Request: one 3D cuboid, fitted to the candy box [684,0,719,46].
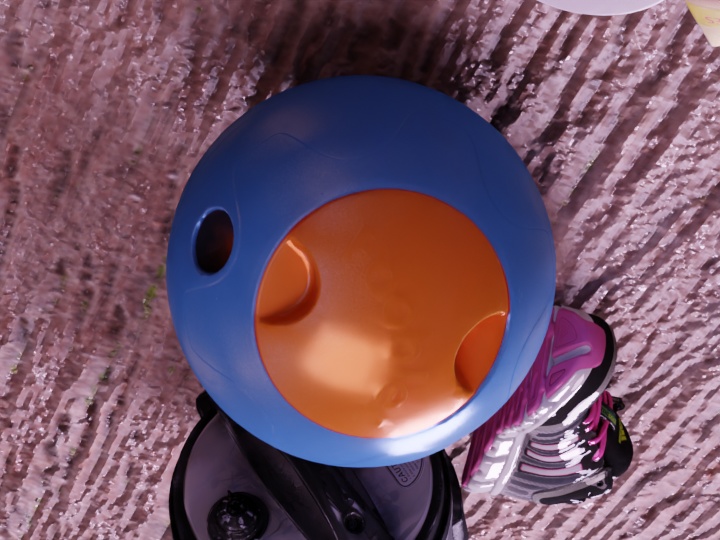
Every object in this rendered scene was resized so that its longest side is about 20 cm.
[{"bbox_3d":[0.230,-0.169,1.337,0.199,0.055,0.116,-8,142,28],"label":"candy box"}]

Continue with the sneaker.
[{"bbox_3d":[0.124,0.084,1.736,0.087,0.074,0.200,15,150,-8],"label":"sneaker"}]

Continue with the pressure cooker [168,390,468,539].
[{"bbox_3d":[-0.027,0.159,1.801,0.175,0.179,0.200,9,147,11],"label":"pressure cooker"}]

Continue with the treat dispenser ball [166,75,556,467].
[{"bbox_3d":[0.000,0.000,1.533,0.200,0.202,0.201,9,147,6],"label":"treat dispenser ball"}]

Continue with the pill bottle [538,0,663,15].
[{"bbox_3d":[0.106,-0.204,1.196,0.112,0.201,0.112,9,147,6],"label":"pill bottle"}]
